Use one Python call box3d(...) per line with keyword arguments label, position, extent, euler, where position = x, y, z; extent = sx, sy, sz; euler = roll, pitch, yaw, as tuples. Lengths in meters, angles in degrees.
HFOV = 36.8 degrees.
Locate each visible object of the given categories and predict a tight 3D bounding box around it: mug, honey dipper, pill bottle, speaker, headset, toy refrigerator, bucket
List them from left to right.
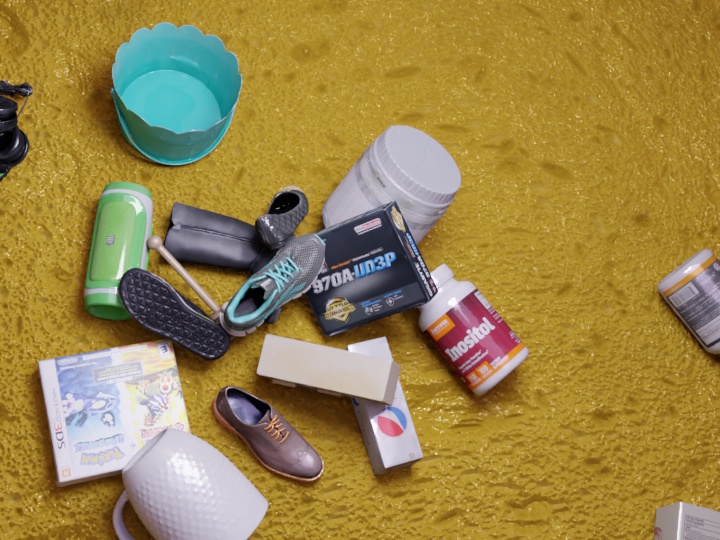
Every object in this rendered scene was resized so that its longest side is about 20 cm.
box3d(label="headset", position=(-0.563, -0.220, 1.659), extent=(0.094, 0.124, 0.200), euler=(12, 50, 10))
box3d(label="speaker", position=(-0.368, -0.030, 1.653), extent=(0.088, 0.088, 0.201), euler=(9, 68, -13))
box3d(label="bucket", position=(-0.298, -0.278, 1.738), extent=(0.206, 0.135, 0.208), euler=(5, 68, -13))
box3d(label="mug", position=(-0.259, 0.328, 1.514), extent=(0.200, 0.148, 0.175), euler=(-40, 98, 16))
box3d(label="honey dipper", position=(-0.257, 0.024, 1.664), extent=(0.200, 0.038, 0.038), euler=(47, 64, -10))
box3d(label="toy refrigerator", position=(-0.048, 0.153, 1.634), extent=(0.199, 0.076, 0.070), euler=(11, 81, 14))
box3d(label="pill bottle", position=(0.167, 0.092, 1.745), extent=(0.113, 0.113, 0.200), euler=(-37, 83, -25))
box3d(label="pill bottle", position=(0.619, 0.071, 1.881), extent=(0.116, 0.116, 0.200), euler=(-35, 83, -24))

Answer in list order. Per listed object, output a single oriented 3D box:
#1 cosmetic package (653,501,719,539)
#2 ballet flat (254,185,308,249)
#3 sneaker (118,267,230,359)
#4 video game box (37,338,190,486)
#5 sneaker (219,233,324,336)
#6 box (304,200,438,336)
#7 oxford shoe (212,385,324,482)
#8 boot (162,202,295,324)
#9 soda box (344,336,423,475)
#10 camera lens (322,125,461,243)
box3d(label="cosmetic package", position=(0.520, 0.480, 1.713), extent=(0.103, 0.087, 0.201), euler=(17, 67, -8))
box3d(label="ballet flat", position=(-0.122, -0.096, 1.711), extent=(0.066, 0.200, 0.057), euler=(-14, 113, 12))
box3d(label="sneaker", position=(-0.283, 0.069, 1.629), extent=(0.200, 0.083, 0.072), euler=(41, 86, -20))
box3d(label="video game box", position=(-0.358, 0.205, 1.588), extent=(0.199, 0.047, 0.183), euler=(-10, 76, -19))
box3d(label="sneaker", position=(-0.129, 0.022, 1.620), extent=(0.078, 0.091, 0.200), euler=(44, 85, 2))
box3d(label="box", position=(0.000, 0.000, 1.669), extent=(0.159, 0.200, 0.046), euler=(65, 31, -10))
box3d(label="oxford shoe", position=(-0.136, 0.245, 1.620), extent=(0.200, 0.073, 0.071), euler=(36, 64, -1))
box3d(label="boot", position=(-0.213, -0.011, 1.699), extent=(0.199, 0.066, 0.165), euler=(15, 58, -13))
box3d(label="soda box", position=(0.031, 0.210, 1.688), extent=(0.068, 0.064, 0.201), euler=(-12, 74, -20))
box3d(label="camera lens", position=(0.046, -0.110, 1.724), extent=(0.160, 0.200, 0.160), euler=(24, 39, -21))
